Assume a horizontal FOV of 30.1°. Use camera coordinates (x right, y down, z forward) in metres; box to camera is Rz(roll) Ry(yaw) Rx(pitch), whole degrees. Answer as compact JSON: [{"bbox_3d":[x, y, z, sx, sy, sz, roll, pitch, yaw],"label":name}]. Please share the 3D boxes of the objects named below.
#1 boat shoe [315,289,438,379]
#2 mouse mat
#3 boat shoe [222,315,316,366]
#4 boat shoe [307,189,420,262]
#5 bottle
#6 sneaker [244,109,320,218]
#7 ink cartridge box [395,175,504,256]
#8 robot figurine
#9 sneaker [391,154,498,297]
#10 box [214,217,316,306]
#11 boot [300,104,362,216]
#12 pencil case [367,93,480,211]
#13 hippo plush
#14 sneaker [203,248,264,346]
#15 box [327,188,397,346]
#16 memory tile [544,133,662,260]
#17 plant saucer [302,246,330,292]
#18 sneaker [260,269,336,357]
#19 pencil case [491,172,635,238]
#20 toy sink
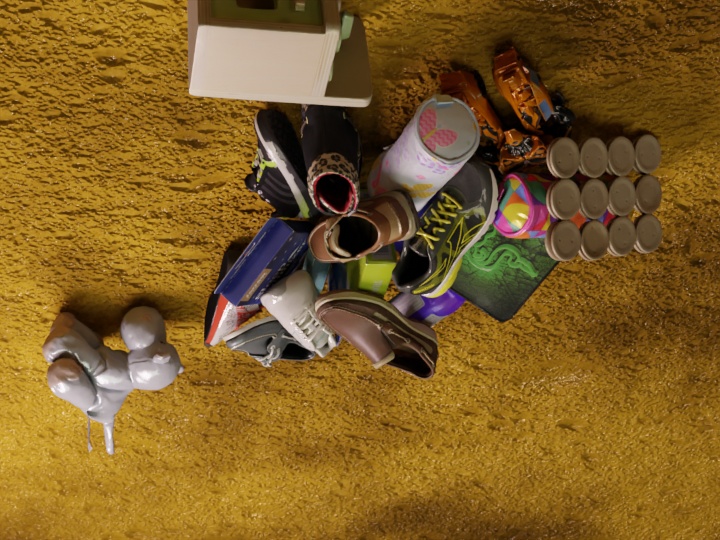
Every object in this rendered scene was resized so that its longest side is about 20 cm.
[{"bbox_3d":[0.028,0.088,1.749,0.201,0.075,0.075,22,137,-32],"label":"boat shoe"},{"bbox_3d":[0.169,-0.033,1.747,0.199,0.008,0.161,32,106,-25],"label":"mouse mat"},{"bbox_3d":[-0.122,0.103,1.906,0.072,0.062,0.200,-24,169,25],"label":"boat shoe"},{"bbox_3d":[-0.012,-0.048,1.629,0.074,0.076,0.199,-28,-176,-35],"label":"boat shoe"},{"bbox_3d":[0.098,0.037,1.830,0.200,0.066,0.083,-37,170,28],"label":"bottle"},{"bbox_3d":[-0.108,-0.117,1.654,0.082,0.072,0.200,-12,145,11],"label":"sneaker"},{"bbox_3d":[0.142,-0.057,1.807,0.198,0.044,0.198,13,141,-23],"label":"ink cartridge box"},{"bbox_3d":[0.177,-0.182,1.619,0.144,0.059,0.200,-18,144,20],"label":"robot figurine"},{"bbox_3d":[0.104,-0.048,1.659,0.084,0.074,0.201,-10,128,-53],"label":"sneaker"},{"bbox_3d":[-0.114,-0.011,1.705,0.121,0.032,0.200,-52,170,8],"label":"box"},{"bbox_3d":[-0.033,-0.118,1.592,0.073,0.155,0.204,-8,146,3],"label":"boot"},{"bbox_3d":[0.073,-0.135,1.596,0.082,0.092,0.200,9,162,-14],"label":"pencil case"},{"bbox_3d":[-0.341,0.132,1.886,0.160,0.202,0.159,-22,165,8],"label":"hippo plush"},{"bbox_3d":[-0.155,0.048,1.887,0.107,0.068,0.202,7,140,-15],"label":"sneaker"},{"bbox_3d":[0.000,0.000,1.794,0.047,0.123,0.201,1,145,-14],"label":"box"},{"bbox_3d":[0.305,-0.091,1.670,0.199,0.155,0.017,-5,-175,-36],"label":"memory tile"},{"bbox_3d":[-0.061,-0.003,1.826,0.019,0.070,0.201,32,149,9],"label":"plant saucer"},{"bbox_3d":[-0.071,0.058,1.767,0.070,0.081,0.200,-36,159,2],"label":"sneaker"},{"bbox_3d":[0.257,-0.084,1.700,0.199,0.089,0.088,-3,150,-38],"label":"pencil case"},{"bbox_3d":[-0.078,-0.261,1.404,0.198,0.131,0.112,3,144,-12],"label":"toy sink"}]
